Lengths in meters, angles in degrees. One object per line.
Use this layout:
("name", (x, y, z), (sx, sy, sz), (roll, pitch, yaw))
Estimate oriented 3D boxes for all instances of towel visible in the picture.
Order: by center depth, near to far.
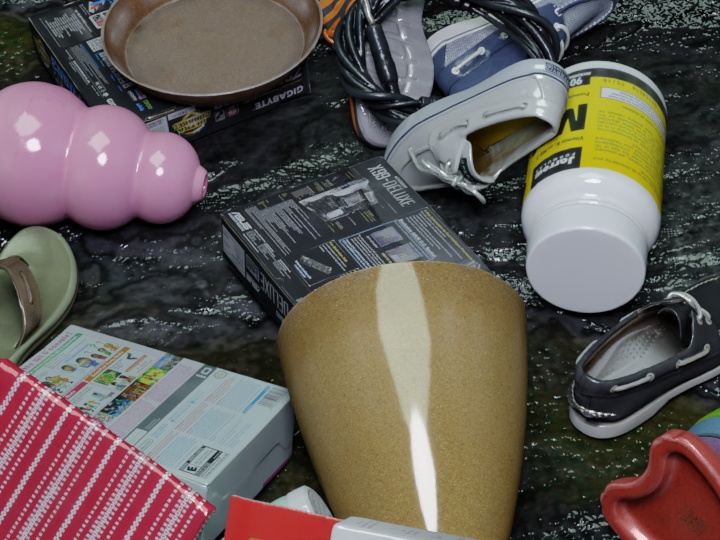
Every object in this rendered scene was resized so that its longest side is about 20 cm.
("towel", (-0.215, 0.171, 1.430), (0.200, 0.022, 0.145), (33, 95, 16))

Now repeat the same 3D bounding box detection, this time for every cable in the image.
("cable", (0.079, -0.183, 1.757), (0.200, 0.051, 0.163), (35, 73, 3))

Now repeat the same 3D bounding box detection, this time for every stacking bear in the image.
("stacking bear", (0.286, 0.134, 1.452), (0.200, 0.121, 0.114), (-33, 76, -38))

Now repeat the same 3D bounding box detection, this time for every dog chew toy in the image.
("dog chew toy", (-0.229, -0.090, 1.725), (0.200, 0.125, 0.125), (10, 46, 5))

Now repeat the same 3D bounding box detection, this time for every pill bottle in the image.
("pill bottle", (0.191, -0.068, 1.660), (0.114, 0.114, 0.200), (3, 44, 9))

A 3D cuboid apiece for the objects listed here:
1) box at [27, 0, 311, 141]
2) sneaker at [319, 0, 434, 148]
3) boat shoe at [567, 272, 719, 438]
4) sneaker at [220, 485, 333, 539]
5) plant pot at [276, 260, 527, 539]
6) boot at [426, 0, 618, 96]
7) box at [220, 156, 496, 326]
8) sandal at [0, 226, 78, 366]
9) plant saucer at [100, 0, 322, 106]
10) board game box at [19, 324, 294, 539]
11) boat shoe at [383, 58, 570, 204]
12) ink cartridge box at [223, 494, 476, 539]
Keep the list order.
("box", (-0.178, -0.199, 1.878), (0.198, 0.050, 0.200), (-22, 48, -20))
("sneaker", (0.008, -0.196, 1.845), (0.077, 0.112, 0.200), (17, 70, -29))
("boat shoe", (0.237, 0.052, 1.570), (0.200, 0.060, 0.074), (-31, 49, -24))
("sneaker", (-0.046, 0.261, 1.390), (0.118, 0.074, 0.201), (-30, 60, 10))
("plant pot", (0.043, 0.127, 1.448), (0.186, 0.187, 0.200), (-7, 56, -2))
("boot", (0.161, -0.198, 1.839), (0.200, 0.073, 0.090), (-25, 54, -8))
("box", (0.000, 0.000, 1.647), (0.158, 0.050, 0.200), (-21, 46, -23))
("sandal", (-0.288, 0.031, 1.644), (0.080, 0.057, 0.201), (10, 43, 14))
("plant saucer", (-0.132, -0.210, 1.830), (0.200, 0.035, 0.200), (-1, 45, 1))
("board game box", (-0.169, 0.120, 1.511), (0.200, 0.064, 0.148), (17, 29, 19))
("boat shoe", (0.091, -0.094, 1.676), (0.202, 0.075, 0.086), (-25, 42, 39))
("ink cartridge box", (-0.023, 0.258, 1.305), (0.176, 0.200, 0.045), (9, 2, 15))
